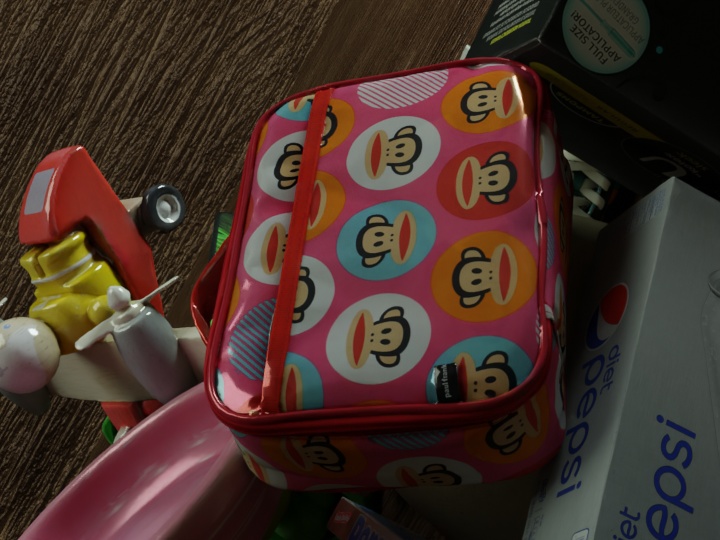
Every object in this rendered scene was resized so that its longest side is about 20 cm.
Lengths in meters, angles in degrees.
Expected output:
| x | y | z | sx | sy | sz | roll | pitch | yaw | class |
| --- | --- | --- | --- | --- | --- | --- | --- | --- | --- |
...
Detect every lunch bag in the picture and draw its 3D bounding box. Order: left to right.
| x | y | z | sx | sy | sz | roll | pitch | yaw | class |
| --- | --- | --- | --- | --- | --- | --- | --- | --- | --- |
| 0.006 | 0.001 | 0.590 | 0.082 | 0.175 | 0.201 | 64 | -155 | -48 | lunch bag |

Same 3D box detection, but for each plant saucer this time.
| x | y | z | sx | sy | sz | roll | pitch | yaw | class |
| --- | --- | --- | --- | --- | --- | --- | --- | --- | --- |
| -0.111 | 0.135 | 0.646 | 0.200 | 0.051 | 0.201 | -38 | 15 | 12 | plant saucer |

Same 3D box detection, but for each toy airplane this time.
| x | y | z | sx | sy | sz | roll | pitch | yaw | class |
| --- | --- | --- | --- | --- | --- | --- | --- | --- | --- |
| -0.165 | 0.053 | 0.797 | 0.141 | 0.199 | 0.201 | -17 | -36 | -46 | toy airplane |

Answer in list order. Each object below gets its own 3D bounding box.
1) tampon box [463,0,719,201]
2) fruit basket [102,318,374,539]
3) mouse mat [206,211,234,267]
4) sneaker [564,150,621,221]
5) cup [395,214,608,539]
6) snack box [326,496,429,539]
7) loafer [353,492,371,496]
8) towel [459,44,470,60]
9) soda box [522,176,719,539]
| x | y | z | sx | sy | sz | roll | pitch | yaw | class |
| --- | --- | --- | --- | --- | --- | --- | --- | --- | --- |
| 0.168 | -0.153 | 0.655 | 0.201 | 0.149 | 0.126 | -64 | 12 | -7 | tampon box |
| -0.094 | 0.151 | 0.942 | 0.156 | 0.215 | 0.216 | -49 | 18 | 43 | fruit basket |
| -0.015 | 0.030 | 0.882 | 0.008 | 0.199 | 0.161 | -58 | 14 | 16 | mouse mat |
| 0.129 | -0.051 | 0.794 | 0.080 | 0.071 | 0.200 | -76 | 11 | -45 | sneaker |
| 0.059 | 0.042 | 0.696 | 0.201 | 0.143 | 0.201 | -56 | 14 | 21 | cup |
| 0.038 | 0.161 | 0.690 | 0.024 | 0.072 | 0.200 | -63 | 12 | -7 | snack box |
| 0.013 | 0.106 | 0.942 | 0.200 | 0.071 | 0.063 | -71 | 1 | -61 | loafer |
| 0.088 | -0.124 | 1.179 | 0.201 | 0.034 | 0.193 | -58 | 13 | 15 | towel |
| 0.126 | 0.063 | 0.555 | 0.063 | 0.068 | 0.201 | -45 | 20 | 56 | soda box |
